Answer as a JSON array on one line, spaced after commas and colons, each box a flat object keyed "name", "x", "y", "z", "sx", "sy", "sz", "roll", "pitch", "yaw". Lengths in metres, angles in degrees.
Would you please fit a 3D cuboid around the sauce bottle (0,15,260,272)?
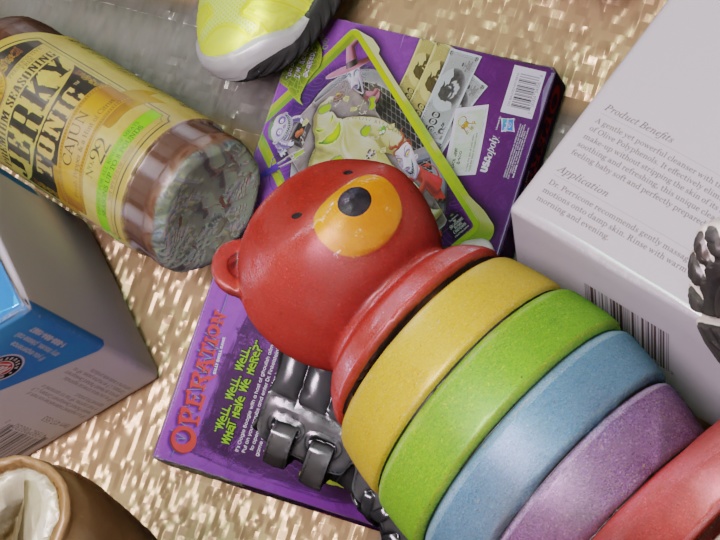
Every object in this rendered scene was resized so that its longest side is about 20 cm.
[{"name": "sauce bottle", "x": -0.132, "y": -0.067, "z": 1.019, "sx": 0.199, "sy": 0.065, "sz": 0.065, "roll": 30, "pitch": 86, "yaw": 33}]

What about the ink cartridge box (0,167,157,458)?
[{"name": "ink cartridge box", "x": -0.203, "y": 0.047, "z": 0.972, "sx": 0.199, "sy": 0.146, "sz": 0.086, "roll": -29, "pitch": 71, "yaw": 8}]

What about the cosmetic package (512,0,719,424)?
[{"name": "cosmetic package", "x": 0.156, "y": -0.053, "z": 0.891, "sx": 0.107, "sy": 0.085, "sz": 0.200, "roll": 32, "pitch": 70, "yaw": 22}]

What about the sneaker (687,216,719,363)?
[{"name": "sneaker", "x": 0.196, "y": 0.038, "z": 0.735, "sx": 0.089, "sy": 0.079, "sz": 0.200, "roll": -32, "pitch": 66, "yaw": -22}]

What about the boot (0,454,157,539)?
[{"name": "boot", "x": -0.121, "y": 0.165, "z": 0.888, "sx": 0.066, "sy": 0.200, "sz": 0.176, "roll": 19, "pitch": 82, "yaw": 20}]

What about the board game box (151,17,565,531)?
[{"name": "board game box", "x": 0.000, "y": 0.000, "z": 0.988, "sx": 0.119, "sy": 0.032, "sz": 0.202, "roll": 16, "pitch": 81, "yaw": 17}]

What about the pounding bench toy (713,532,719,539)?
[{"name": "pounding bench toy", "x": 0.171, "y": 0.149, "z": 0.829, "sx": 0.200, "sy": 0.156, "sz": 0.124, "roll": -47, "pitch": 69, "yaw": 1}]

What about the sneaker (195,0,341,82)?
[{"name": "sneaker", "x": -0.034, "y": -0.177, "z": 1.008, "sx": 0.075, "sy": 0.076, "sz": 0.202, "roll": 5, "pitch": 71, "yaw": 41}]

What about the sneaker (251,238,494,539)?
[{"name": "sneaker", "x": 0.010, "y": 0.090, "z": 0.910, "sx": 0.098, "sy": 0.071, "sz": 0.202, "roll": -3, "pitch": 77, "yaw": -5}]

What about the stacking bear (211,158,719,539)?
[{"name": "stacking bear", "x": 0.037, "y": 0.039, "z": 0.835, "sx": 0.121, "sy": 0.114, "sz": 0.200, "roll": -40, "pitch": 72, "yaw": -19}]
